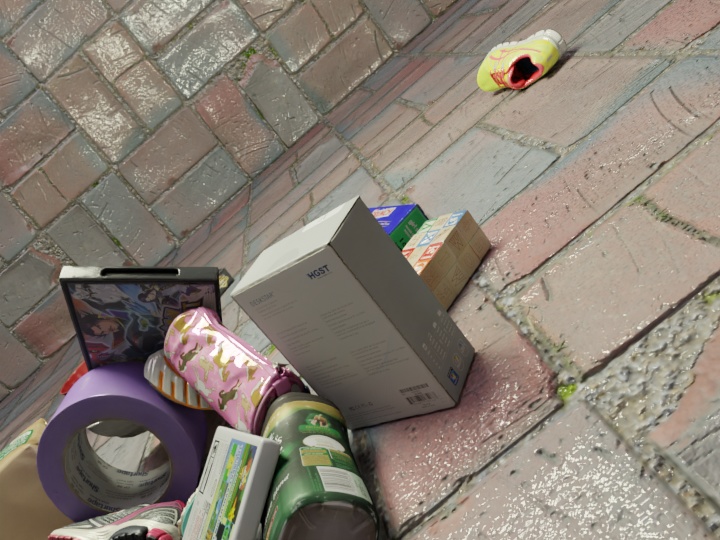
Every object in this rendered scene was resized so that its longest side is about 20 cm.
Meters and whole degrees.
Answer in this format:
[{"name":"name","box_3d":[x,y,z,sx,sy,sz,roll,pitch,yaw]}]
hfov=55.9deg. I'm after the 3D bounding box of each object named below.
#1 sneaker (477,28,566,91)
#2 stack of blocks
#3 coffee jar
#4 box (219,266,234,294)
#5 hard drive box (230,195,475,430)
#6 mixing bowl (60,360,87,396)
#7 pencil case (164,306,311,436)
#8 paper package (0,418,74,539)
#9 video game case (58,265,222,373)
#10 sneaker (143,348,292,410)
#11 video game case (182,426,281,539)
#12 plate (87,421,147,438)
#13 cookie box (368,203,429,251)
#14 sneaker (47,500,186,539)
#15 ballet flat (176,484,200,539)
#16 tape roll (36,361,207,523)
[{"name":"sneaker","box_3d":[0.278,-0.369,1.247,0.198,0.078,0.091,-14,39,58]},{"name":"stack of blocks","box_3d":[0.060,0.022,0.827,0.201,0.059,0.114,-51,20,-26]},{"name":"coffee jar","box_3d":[-0.045,0.190,0.595,0.200,0.083,0.107,-127,51,-72]},{"name":"box","box_3d":[-0.423,0.089,1.672,0.197,0.050,0.201,-18,31,53]},{"name":"hard drive box","box_3d":[-0.007,0.052,0.673,0.154,0.201,0.077,-22,25,40]},{"name":"mixing bowl","box_3d":[-0.553,0.233,1.507,0.198,0.109,0.201,-35,19,14]},{"name":"pencil case","box_3d":[-0.141,0.112,0.749,0.198,0.083,0.087,26,72,41]},{"name":"paper package","box_3d":[-0.456,0.347,0.928,0.199,0.192,0.103,-41,19,-7]},{"name":"video game case","box_3d":[-0.262,0.072,0.849,0.175,0.203,0.026,0,46,-8]},{"name":"sneaker","box_3d":[-0.181,0.148,0.870,0.077,0.196,0.080,-34,45,53]},{"name":"video game case","box_3d":[-0.132,0.247,0.606,0.182,0.022,0.205,-21,51,65]},{"name":"plate","box_3d":[-0.286,0.203,1.014,0.196,0.033,0.200,-25,-8,-13]},{"name":"cookie box","box_3d":[0.000,0.000,0.973,0.200,0.076,0.170,-47,19,-15]},{"name":"sneaker","box_3d":[-0.291,0.328,0.819,0.195,0.083,0.075,-13,17,21]},{"name":"ballet flat","box_3d":[-0.117,0.223,0.753,0.200,0.072,0.071,-47,20,-23]},{"name":"tape roll","box_3d":[-0.299,0.227,0.867,0.198,0.201,0.085,-37,18,9]}]
